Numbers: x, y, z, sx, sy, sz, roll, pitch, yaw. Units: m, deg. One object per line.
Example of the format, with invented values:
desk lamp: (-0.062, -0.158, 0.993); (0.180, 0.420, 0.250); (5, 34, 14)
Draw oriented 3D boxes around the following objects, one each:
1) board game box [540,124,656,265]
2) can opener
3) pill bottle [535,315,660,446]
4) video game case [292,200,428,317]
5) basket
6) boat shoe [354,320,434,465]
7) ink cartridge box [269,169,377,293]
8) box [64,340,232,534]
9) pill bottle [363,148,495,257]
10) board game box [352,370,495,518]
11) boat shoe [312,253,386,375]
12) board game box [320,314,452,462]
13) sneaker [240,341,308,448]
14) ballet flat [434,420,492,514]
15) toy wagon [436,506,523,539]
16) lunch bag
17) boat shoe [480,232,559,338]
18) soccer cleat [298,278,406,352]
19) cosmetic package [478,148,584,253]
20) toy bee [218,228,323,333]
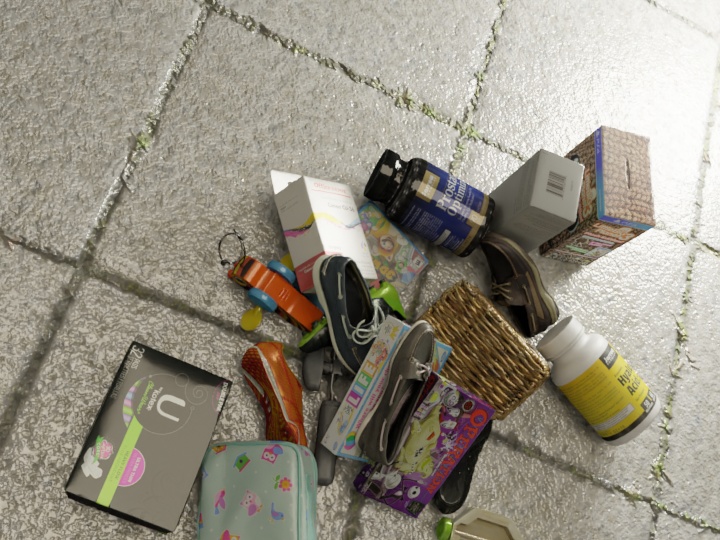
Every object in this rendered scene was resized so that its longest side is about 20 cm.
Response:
board game box: (0.395, -0.121, 1.356); (0.096, 0.200, 0.162); (10, 69, -16)
can opener: (-0.061, 0.208, 1.172); (0.066, 0.053, 0.203); (8, 70, -3)
pill bottle: (0.380, 0.175, 1.301); (0.200, 0.111, 0.111); (48, 64, 1)
video game case: (0.000, 0.000, 1.279); (0.143, 0.018, 0.200); (46, 64, -1)
basket: (0.185, 0.133, 1.253); (0.143, 0.149, 0.200); (-44, 75, 7)
boat shoe: (0.061, 0.169, 1.088); (0.067, 0.057, 0.202); (22, 96, -50)
ink cartridge box: (-0.057, -0.070, 1.209); (0.116, 0.067, 0.202); (4, 63, -53)
box: (-0.277, 0.223, 1.050); (0.147, 0.124, 0.202); (23, 65, -9)
pill bottle: (0.110, -0.113, 1.303); (0.198, 0.112, 0.113); (27, 66, -9)
board game box: (0.091, 0.252, 1.144); (0.119, 0.032, 0.201); (29, 99, -32)
boat shoe: (-0.003, 0.067, 1.118); (0.075, 0.061, 0.202); (-34, 115, -40)
board game box: (0.041, 0.176, 1.141); (0.134, 0.034, 0.202); (28, 90, -48)
sneaker: (-0.104, 0.197, 1.149); (0.077, 0.072, 0.203); (-13, 86, -49)
ballet flat: (0.153, 0.276, 1.231); (0.066, 0.057, 0.201); (23, 59, 5)
toy wagon: (0.173, 0.457, 1.174); (0.153, 0.040, 0.202); (20, 68, -12)
lunch bag: (-0.131, 0.329, 1.057); (0.158, 0.077, 0.203); (-5, 72, 12)
boat shoe: (0.253, 0.029, 1.304); (0.073, 0.074, 0.201); (-44, 109, -20)
soccer cleat: (-0.006, 0.083, 1.190); (0.199, 0.067, 0.082); (-29, 87, -39)
cosmetic package: (0.271, -0.102, 1.306); (0.084, 0.200, 0.109); (19, 69, -10)
toy bee: (-0.144, 0.011, 1.189); (0.130, 0.108, 0.202); (-35, 113, -26)
